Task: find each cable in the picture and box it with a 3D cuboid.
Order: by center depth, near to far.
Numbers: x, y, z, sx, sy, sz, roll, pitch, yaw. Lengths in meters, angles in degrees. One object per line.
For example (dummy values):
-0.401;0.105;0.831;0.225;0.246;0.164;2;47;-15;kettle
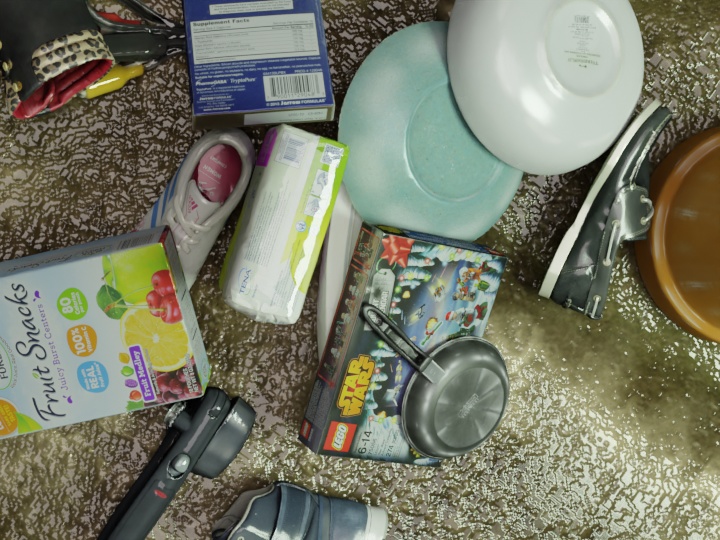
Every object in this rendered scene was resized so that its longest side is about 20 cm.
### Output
-0.173;-0.199;1.519;0.198;0.050;0.098;-2;77;-19;cable

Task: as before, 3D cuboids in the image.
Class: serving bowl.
0.173;-0.186;1.498;0.198;0.066;0.203;3;85;-31;serving bowl

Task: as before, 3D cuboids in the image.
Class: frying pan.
0.077;0.083;1.496;0.114;0.031;0.191;-32;125;-20;frying pan

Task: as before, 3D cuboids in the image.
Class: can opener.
-0.172;0.186;1.517;0.078;0.063;0.201;38;88;-8;can opener

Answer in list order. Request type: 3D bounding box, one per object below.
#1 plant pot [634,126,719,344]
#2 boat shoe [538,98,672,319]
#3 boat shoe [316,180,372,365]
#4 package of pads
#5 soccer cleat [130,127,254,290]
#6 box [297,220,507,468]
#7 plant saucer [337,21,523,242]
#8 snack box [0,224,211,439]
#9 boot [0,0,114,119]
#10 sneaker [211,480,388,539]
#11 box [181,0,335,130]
0.356;-0.028;1.508;0.198;0.183;0.203;0;93;-6;plant pot
0.229;-0.054;1.543;0.067;0.072;0.202;27;98;9;boat shoe
0.000;0.000;1.530;0.068;0.072;0.203;6;84;-7;boat shoe
-0.068;-0.039;1.448;0.067;0.200;0.156;17;91;-6;package of pads
-0.156;-0.036;1.495;0.069;0.086;0.201;29;90;-7;soccer cleat
0.037;0.067;1.505;0.136;0.040;0.202;9;103;-33;box
0.075;-0.113;1.505;0.199;0.039;0.204;-5;100;-30;plant saucer
-0.240;0.054;1.474;0.198;0.053;0.144;-12;108;6;snack box
-0.311;-0.196;1.452;0.198;0.073;0.152;-27;77;-2;boot
-0.073;0.285;1.521;0.145;0.077;0.204;20;81;-19;sneaker
-0.092;-0.216;1.492;0.120;0.032;0.202;-4;66;-6;box
